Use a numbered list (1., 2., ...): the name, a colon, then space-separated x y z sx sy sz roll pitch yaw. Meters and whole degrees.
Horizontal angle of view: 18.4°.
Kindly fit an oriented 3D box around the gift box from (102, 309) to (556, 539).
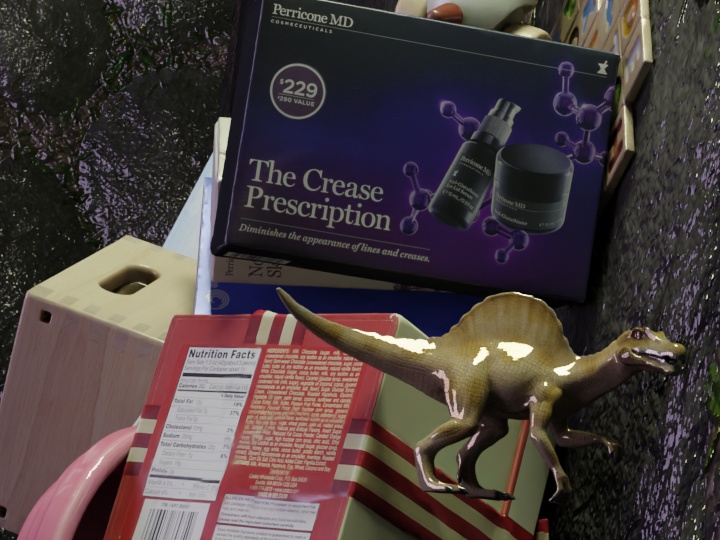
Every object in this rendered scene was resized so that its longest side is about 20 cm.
1. gift box: -0.019 0.144 1.193 0.184 0.187 0.200 4 68 40

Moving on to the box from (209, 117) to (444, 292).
1. box: 0.011 -0.037 1.320 0.068 0.200 0.082 -94 7 -52

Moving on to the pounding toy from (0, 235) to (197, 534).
1. pounding toy: -0.167 0.082 1.444 0.200 0.142 0.184 -39 -33 -68

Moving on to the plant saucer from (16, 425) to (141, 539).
1. plant saucer: -0.132 0.184 1.216 0.200 0.051 0.201 -9 -80 -61

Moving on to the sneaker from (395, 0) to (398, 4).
1. sneaker: 0.049 -0.263 1.488 0.202 0.077 0.146 57 -136 -48

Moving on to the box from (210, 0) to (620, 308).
1. box: 0.029 -0.064 1.219 0.079 0.200 0.141 153 125 -79

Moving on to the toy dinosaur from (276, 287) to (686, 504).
1. toy dinosaur: 0.058 0.059 1.078 0.058 0.200 0.101 35 -120 -74

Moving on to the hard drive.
1. hard drive: 0.000 0.000 1.365 0.025 0.200 0.132 96 176 -46

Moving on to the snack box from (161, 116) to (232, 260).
1. snack box: -0.043 -0.017 1.586 0.200 0.068 0.169 41 -109 -51

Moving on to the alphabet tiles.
1. alphabet tiles: 0.134 -0.113 1.275 0.167 0.008 0.200 112 165 -51

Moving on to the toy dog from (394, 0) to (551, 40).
1. toy dog: 0.081 -0.202 1.333 0.096 0.132 0.200 16 -102 -69

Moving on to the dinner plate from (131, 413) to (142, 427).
1. dinner plate: -0.119 0.142 1.344 0.200 0.024 0.200 -49 -30 -42
